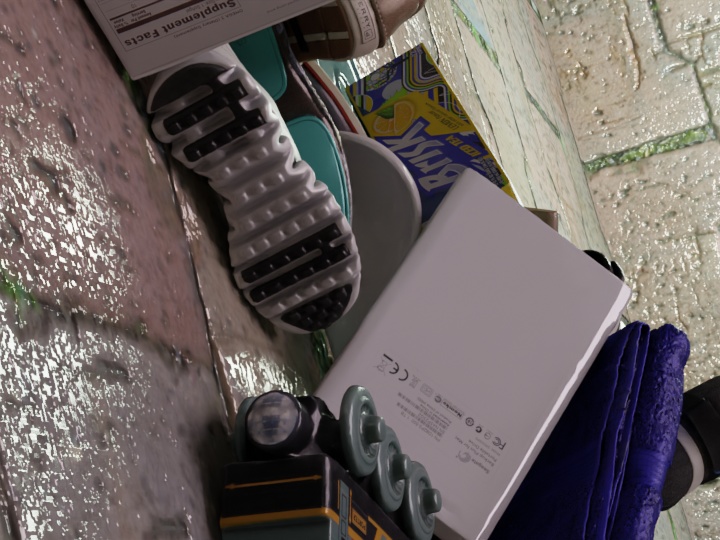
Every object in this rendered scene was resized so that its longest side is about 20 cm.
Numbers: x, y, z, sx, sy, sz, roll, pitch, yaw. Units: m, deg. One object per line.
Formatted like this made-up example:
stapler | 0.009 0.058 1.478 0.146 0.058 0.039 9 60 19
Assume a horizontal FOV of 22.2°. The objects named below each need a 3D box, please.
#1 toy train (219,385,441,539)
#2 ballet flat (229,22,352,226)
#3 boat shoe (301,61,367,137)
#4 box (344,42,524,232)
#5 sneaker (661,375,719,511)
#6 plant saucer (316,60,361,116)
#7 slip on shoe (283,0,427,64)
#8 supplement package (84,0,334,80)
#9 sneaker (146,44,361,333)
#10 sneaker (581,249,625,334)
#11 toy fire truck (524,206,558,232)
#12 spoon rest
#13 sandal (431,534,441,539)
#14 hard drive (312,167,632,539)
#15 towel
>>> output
toy train | -0.014 0.138 0.960 0.200 0.084 0.115 55 33 -57
ballet flat | -0.057 -0.094 1.112 0.072 0.071 0.202 -66 138 -71
boat shoe | -0.015 -0.058 1.231 0.201 0.062 0.071 63 -2 -35
box | 0.054 -0.072 1.258 0.065 0.070 0.201 58 4 -38
sneaker | 0.215 0.116 1.231 0.074 0.111 0.200 62 1 0
plant saucer | -0.024 -0.121 1.337 0.200 0.036 0.202 -18 90 -77
slip on shoe | -0.028 -0.168 1.123 0.200 0.060 0.077 13 -51 63
supplement package | -0.075 -0.225 0.991 0.201 0.154 0.111 -92 157 -50
sneaker | -0.056 -0.052 1.049 0.081 0.075 0.201 -104 170 -57
sneaker | 0.185 0.034 1.412 0.201 0.075 0.117 -68 162 -72
toy fire truck | 0.100 0.003 1.426 0.200 0.127 0.178 -73 144 -81
spoon rest | 0.000 0.000 1.180 0.061 0.098 0.201 -57 145 -47
sandal | 0.041 0.197 1.174 0.200 0.045 0.076 -59 143 -81
hard drive | 0.065 0.052 1.108 0.131 0.201 0.026 36 -26 -3
towel | 0.125 0.126 1.116 0.049 0.147 0.201 41 45 -21
